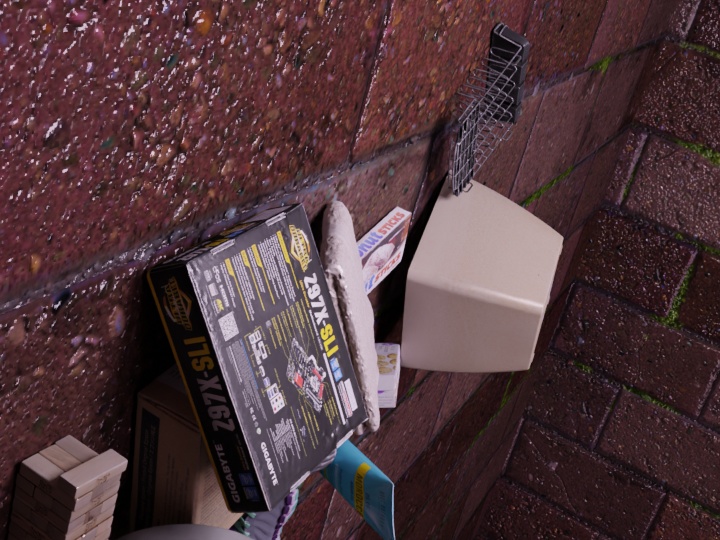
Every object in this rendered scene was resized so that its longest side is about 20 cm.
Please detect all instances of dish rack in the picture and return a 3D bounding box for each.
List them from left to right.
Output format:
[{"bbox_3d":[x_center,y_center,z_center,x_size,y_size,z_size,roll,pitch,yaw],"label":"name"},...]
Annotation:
[{"bbox_3d":[0.155,-0.201,1.220,0.201,0.054,0.155,-53,156,-29],"label":"dish rack"}]

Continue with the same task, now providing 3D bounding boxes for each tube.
[{"bbox_3d":[-0.011,0.230,1.074,0.050,0.199,0.079,-18,116,-25],"label":"tube"}]

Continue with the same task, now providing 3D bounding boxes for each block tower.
[{"bbox_3d":[-0.226,0.218,0.693,0.054,0.057,0.204,-25,138,-61],"label":"block tower"}]

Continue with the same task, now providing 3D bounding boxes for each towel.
[{"bbox_3d":[-0.008,0.049,0.940,0.133,0.034,0.204,-91,171,-60],"label":"towel"}]

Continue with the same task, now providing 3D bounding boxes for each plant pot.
[{"bbox_3d":[0.168,0.022,1.275,0.202,0.173,0.202,92,18,-50],"label":"plant pot"}]

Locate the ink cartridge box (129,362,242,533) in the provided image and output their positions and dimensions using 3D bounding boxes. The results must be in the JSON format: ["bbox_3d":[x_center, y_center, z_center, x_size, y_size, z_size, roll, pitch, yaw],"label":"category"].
[{"bbox_3d":[-0.118,0.139,0.857,0.200,0.074,0.168,-39,146,-52],"label":"ink cartridge box"}]

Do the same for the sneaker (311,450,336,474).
[{"bbox_3d":[-0.065,0.169,1.038,0.073,0.083,0.201,-10,147,-34],"label":"sneaker"}]

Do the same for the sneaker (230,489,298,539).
[{"bbox_3d":[-0.121,0.270,1.012,0.087,0.074,0.203,-39,149,-43],"label":"sneaker"}]

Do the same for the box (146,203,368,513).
[{"bbox_3d":[-0.075,0.066,0.763,0.159,0.048,0.204,-35,111,-56],"label":"box"}]

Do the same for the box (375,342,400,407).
[{"bbox_3d":[0.028,0.129,1.186,0.200,0.040,0.040,-54,144,-82],"label":"box"}]

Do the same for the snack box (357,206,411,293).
[{"bbox_3d":[0.000,0.000,1.081,0.200,0.024,0.073,-43,152,-49],"label":"snack box"}]

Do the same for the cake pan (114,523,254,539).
[{"bbox_3d":[-0.150,0.281,0.806,0.037,0.195,0.203,-96,-170,-48],"label":"cake pan"}]
